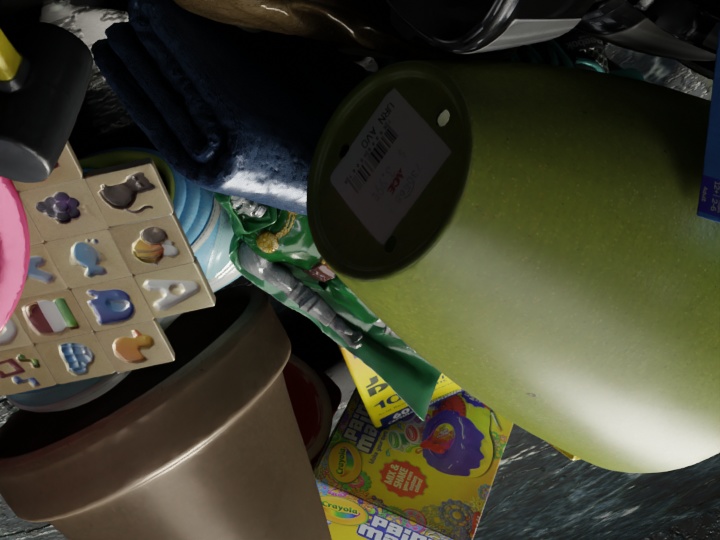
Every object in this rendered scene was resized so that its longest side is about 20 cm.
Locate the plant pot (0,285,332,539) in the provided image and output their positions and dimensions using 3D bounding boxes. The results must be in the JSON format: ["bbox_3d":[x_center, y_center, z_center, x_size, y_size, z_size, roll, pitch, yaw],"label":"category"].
[{"bbox_3d":[-0.105,0.133,0.909,0.200,0.175,0.200,-28,-166,7],"label":"plant pot"}]

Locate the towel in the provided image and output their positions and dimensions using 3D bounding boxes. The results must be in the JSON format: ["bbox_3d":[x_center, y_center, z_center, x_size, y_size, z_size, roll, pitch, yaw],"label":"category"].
[{"bbox_3d":[-0.032,-0.067,0.705,0.049,0.112,0.200,-46,153,20],"label":"towel"}]

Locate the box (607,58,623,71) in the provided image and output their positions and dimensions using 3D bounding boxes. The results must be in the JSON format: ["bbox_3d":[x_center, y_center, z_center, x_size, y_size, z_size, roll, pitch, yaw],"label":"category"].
[{"bbox_3d":[0.148,-0.015,0.908,0.032,0.121,0.201,-13,132,-39],"label":"box"}]

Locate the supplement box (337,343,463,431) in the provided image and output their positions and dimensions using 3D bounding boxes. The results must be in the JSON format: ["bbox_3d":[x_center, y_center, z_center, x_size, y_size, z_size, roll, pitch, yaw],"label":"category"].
[{"bbox_3d":[0.028,0.014,0.962,0.108,0.110,0.200,-24,158,-1],"label":"supplement box"}]

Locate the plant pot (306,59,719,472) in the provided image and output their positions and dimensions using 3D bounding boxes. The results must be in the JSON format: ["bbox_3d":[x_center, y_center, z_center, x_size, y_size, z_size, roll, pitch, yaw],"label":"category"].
[{"bbox_3d":[0.076,-0.016,0.657,0.199,0.188,0.187,18,135,-43],"label":"plant pot"}]

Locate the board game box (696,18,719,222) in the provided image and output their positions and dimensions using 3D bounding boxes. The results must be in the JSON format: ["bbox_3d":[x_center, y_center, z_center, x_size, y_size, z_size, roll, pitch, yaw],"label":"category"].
[{"bbox_3d":[0.209,-0.126,0.600,0.152,0.045,0.201,-16,116,-39],"label":"board game box"}]

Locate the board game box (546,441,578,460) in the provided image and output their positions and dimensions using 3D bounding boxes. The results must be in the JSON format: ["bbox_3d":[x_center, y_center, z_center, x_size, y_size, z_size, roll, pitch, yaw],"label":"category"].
[{"bbox_3d":[0.115,0.073,1.087,0.095,0.200,0.030,-2,122,-47],"label":"board game box"}]

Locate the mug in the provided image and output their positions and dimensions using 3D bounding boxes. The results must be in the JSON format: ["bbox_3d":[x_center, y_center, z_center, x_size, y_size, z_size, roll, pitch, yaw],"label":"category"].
[{"bbox_3d":[-0.089,0.135,1.150,0.133,0.178,0.200,17,145,-3],"label":"mug"}]

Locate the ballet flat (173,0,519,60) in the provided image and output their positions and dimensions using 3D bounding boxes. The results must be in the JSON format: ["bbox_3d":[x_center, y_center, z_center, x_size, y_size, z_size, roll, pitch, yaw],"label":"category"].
[{"bbox_3d":[-0.007,-0.127,0.679,0.199,0.068,0.072,-1,169,-44],"label":"ballet flat"}]

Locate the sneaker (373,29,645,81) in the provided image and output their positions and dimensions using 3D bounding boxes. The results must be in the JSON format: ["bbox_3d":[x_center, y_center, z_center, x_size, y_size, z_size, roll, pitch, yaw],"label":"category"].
[{"bbox_3d":[0.089,-0.104,0.799,0.200,0.078,0.091,18,124,-45],"label":"sneaker"}]

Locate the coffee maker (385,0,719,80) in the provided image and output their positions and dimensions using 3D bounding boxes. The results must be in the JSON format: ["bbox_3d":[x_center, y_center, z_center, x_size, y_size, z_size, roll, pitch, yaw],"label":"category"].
[{"bbox_3d":[0.117,-0.180,0.618,0.199,0.134,0.193,-3,109,-44],"label":"coffee maker"}]

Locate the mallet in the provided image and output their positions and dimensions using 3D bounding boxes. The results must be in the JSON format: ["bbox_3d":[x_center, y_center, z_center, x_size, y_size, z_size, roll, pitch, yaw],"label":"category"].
[{"bbox_3d":[-0.159,-0.101,0.567,0.041,0.066,0.200,7,161,15],"label":"mallet"}]

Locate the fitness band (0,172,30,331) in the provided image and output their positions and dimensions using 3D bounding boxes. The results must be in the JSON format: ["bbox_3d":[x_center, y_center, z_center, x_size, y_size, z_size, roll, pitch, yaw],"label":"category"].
[{"bbox_3d":[-0.240,0.011,0.646,0.200,0.037,0.144,-40,124,-5],"label":"fitness band"}]

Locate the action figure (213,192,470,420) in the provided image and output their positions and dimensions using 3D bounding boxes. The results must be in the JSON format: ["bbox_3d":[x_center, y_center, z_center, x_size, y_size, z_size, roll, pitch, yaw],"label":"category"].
[{"bbox_3d":[0.000,0.000,0.797,0.200,0.055,0.118,30,94,-29],"label":"action figure"}]

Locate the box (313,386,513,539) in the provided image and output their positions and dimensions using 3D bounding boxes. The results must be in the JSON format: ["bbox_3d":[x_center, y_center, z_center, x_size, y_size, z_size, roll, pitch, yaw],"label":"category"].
[{"bbox_3d":[0.024,0.180,1.113,0.200,0.121,0.193,-61,171,-52],"label":"box"}]

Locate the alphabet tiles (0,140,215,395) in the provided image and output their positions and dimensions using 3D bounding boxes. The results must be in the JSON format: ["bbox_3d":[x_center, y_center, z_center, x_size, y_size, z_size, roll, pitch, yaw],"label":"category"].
[{"bbox_3d":[-0.181,0.002,0.726,0.199,0.006,0.167,-12,134,8],"label":"alphabet tiles"}]

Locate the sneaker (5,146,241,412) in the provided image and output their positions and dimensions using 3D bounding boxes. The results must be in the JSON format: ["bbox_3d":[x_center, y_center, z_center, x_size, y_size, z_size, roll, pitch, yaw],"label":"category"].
[{"bbox_3d":[-0.152,0.001,0.794,0.200,0.080,0.130,-41,157,14],"label":"sneaker"}]
